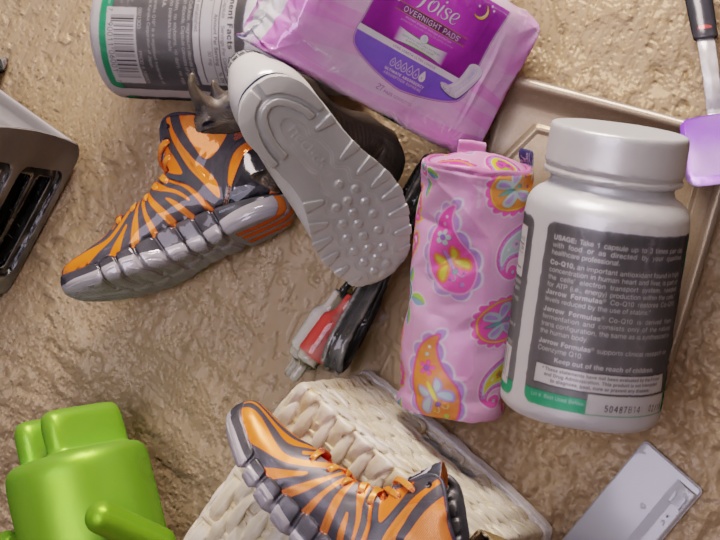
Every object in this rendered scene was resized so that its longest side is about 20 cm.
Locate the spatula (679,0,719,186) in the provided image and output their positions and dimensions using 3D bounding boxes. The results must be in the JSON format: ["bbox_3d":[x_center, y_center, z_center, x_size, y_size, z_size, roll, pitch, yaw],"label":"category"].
[{"bbox_3d":[0.250,-0.149,1.376,0.056,0.021,0.201,-6,68,5],"label":"spatula"}]

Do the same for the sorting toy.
[{"bbox_3d":[0.167,-0.027,1.419,0.185,0.036,0.201,17,97,22],"label":"sorting toy"}]

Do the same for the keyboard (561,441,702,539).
[{"bbox_3d":[0.167,0.219,1.411,0.056,0.011,0.200,43,101,24],"label":"keyboard"}]

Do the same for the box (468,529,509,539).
[{"bbox_3d":[0.103,0.272,1.337,0.164,0.200,0.021,-54,41,10],"label":"box"}]

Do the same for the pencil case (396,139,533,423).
[{"bbox_3d":[0.075,0.009,1.391,0.087,0.087,0.201,9,103,22],"label":"pencil case"}]

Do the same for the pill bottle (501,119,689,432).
[{"bbox_3d":[0.165,0.002,1.323,0.113,0.113,0.201,12,102,22],"label":"pill bottle"}]

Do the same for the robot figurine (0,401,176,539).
[{"bbox_3d":[-0.210,0.208,1.501,0.175,0.116,0.201,-22,78,46],"label":"robot figurine"}]

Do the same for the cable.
[{"bbox_3d":[0.000,0.000,1.448,0.050,0.097,0.200,25,97,0],"label":"cable"}]

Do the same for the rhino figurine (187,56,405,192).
[{"bbox_3d":[-0.049,-0.100,1.431,0.088,0.200,0.060,-61,30,0],"label":"rhino figurine"}]

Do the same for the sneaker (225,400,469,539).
[{"bbox_3d":[0.002,0.147,1.278,0.112,0.078,0.200,-40,76,9],"label":"sneaker"}]

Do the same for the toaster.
[{"bbox_3d":[-0.338,-0.072,1.544,0.119,0.181,0.200,32,99,18],"label":"toaster"}]

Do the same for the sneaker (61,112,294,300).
[{"bbox_3d":[-0.155,-0.054,1.523,0.200,0.078,0.112,-23,74,8],"label":"sneaker"}]

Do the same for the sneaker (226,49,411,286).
[{"bbox_3d":[-0.029,-0.075,1.372,0.076,0.200,0.081,-34,33,-4],"label":"sneaker"}]

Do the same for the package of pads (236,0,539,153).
[{"bbox_3d":[0.022,-0.177,1.391,0.121,0.200,0.076,-62,31,5],"label":"package of pads"}]

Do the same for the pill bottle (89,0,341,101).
[{"bbox_3d":[-0.099,-0.186,1.491,0.199,0.113,0.113,5,87,22],"label":"pill bottle"}]

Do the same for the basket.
[{"bbox_3d":[-0.006,0.206,1.400,0.198,0.161,0.200,40,102,19],"label":"basket"}]
